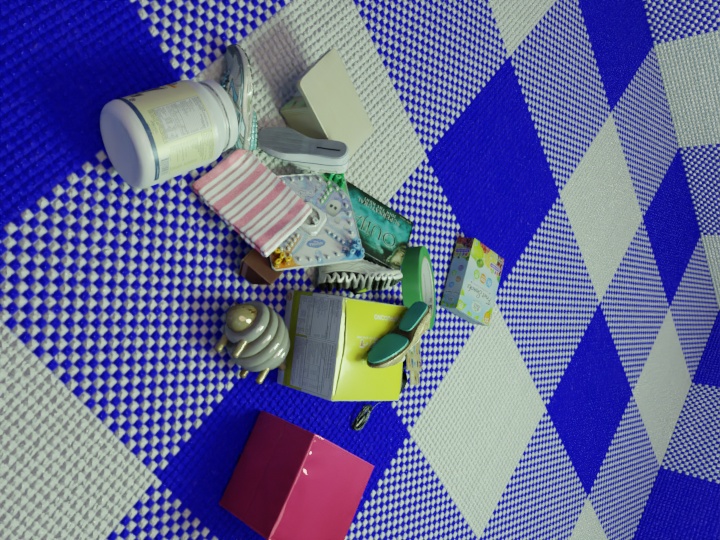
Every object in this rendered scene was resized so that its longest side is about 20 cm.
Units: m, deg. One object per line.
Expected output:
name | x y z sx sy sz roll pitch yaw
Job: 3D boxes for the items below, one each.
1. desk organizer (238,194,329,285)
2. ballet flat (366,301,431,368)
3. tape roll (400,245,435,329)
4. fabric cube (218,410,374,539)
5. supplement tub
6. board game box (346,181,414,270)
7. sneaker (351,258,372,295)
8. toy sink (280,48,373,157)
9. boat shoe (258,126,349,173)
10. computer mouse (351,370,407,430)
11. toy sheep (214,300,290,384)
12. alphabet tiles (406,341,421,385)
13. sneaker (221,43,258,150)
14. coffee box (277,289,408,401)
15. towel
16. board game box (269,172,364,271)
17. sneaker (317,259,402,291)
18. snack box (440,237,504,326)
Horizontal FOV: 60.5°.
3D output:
desk organizer | -0.155 -0.050 1.260 0.076 0.072 0.201 38 61 2
ballet flat | 0.086 0.147 1.259 0.199 0.069 0.067 -42 132 -32
tape roll | 0.144 0.043 1.519 0.200 0.047 0.207 -5 90 -73
fabric cube | -0.128 0.432 1.246 0.195 0.197 0.203 37 70 -38
supplement tub | -0.324 -0.240 1.061 0.198 0.143 0.149 -32 113 -37
board game box | 0.024 -0.096 1.426 0.197 0.028 0.138 28 66 -21
sneaker | 0.031 -0.026 1.469 0.081 0.073 0.202 45 60 -16
toy sink | -0.081 -0.340 1.309 0.131 0.110 0.202 -52 129 -28
boat shoe | -0.119 -0.234 1.260 0.067 0.195 0.075 93 14 -57
computer mouse | 0.044 0.316 1.520 0.199 0.034 0.060 -38 133 -30
toy sheep | -0.202 0.138 1.211 0.139 0.135 0.202 -55 140 -26
alphabet tiles | 0.131 0.180 1.536 0.166 0.006 0.206 30 57 -72
sneaker | -0.246 -0.331 1.178 0.084 0.077 0.206 -7 86 -19
coffee box | -0.037 0.159 1.316 0.196 0.195 0.206 10 85 -42
towel | -0.206 -0.138 1.192 0.199 0.030 0.147 42 61 1
board game box | -0.101 -0.109 1.249 0.195 0.026 0.205 -7 71 -22
sneaker | 0.000 0.000 1.385 0.194 0.075 0.083 2 66 -12
snack box | 0.317 0.033 1.733 0.167 0.067 0.205 26 76 -41
